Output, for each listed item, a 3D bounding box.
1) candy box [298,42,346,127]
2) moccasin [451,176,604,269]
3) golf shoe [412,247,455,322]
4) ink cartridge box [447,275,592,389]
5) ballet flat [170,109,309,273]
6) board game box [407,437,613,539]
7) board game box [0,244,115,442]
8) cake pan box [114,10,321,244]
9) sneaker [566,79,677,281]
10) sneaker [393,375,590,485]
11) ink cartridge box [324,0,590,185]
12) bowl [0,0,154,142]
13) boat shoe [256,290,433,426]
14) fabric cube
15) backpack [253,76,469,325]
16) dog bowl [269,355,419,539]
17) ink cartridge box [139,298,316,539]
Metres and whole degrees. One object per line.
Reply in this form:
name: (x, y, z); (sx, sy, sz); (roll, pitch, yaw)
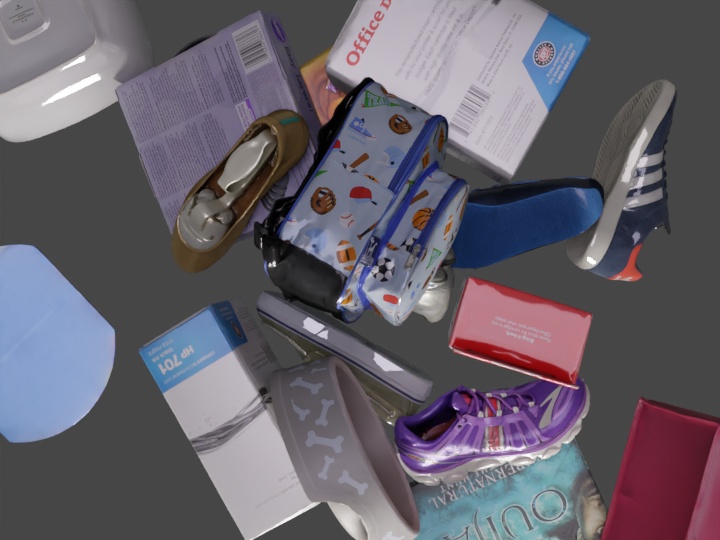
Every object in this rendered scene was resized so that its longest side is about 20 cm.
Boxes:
candy box: (0.038, -0.194, 0.984); (0.199, 0.056, 0.117); (-33, 87, 3)
moccasin: (0.144, -0.046, 0.964); (0.198, 0.068, 0.081); (-5, 110, 28)
golf shoe: (0.000, 0.000, 0.979); (0.198, 0.098, 0.078); (20, 50, 26)
ink cartridge box: (0.143, 0.052, 0.904); (0.115, 0.200, 0.068); (16, 92, 4)
ballet flat: (-0.128, -0.074, 0.920); (0.069, 0.063, 0.200); (44, 111, 9)
board game box: (0.143, 0.247, 0.992); (0.198, 0.028, 0.137); (-26, 88, 5)
board game box: (-0.350, 0.073, 1.026); (0.158, 0.039, 0.200); (-44, 92, -2)
cake pan box: (-0.132, -0.132, 0.973); (0.183, 0.052, 0.202); (-23, 90, 21)
sneaker: (0.276, -0.084, 0.964); (0.084, 0.075, 0.202); (25, 88, -15)
sneaker: (0.126, 0.144, 0.952); (0.198, 0.081, 0.084); (-22, 126, 4)
ink cartridge box: (0.087, -0.193, 0.909); (0.199, 0.086, 0.148); (30, 92, 4)
bowl: (-0.333, -0.252, 1.004); (0.198, 0.075, 0.202); (-24, 88, 6)
boat shoe: (-0.023, 0.089, 0.983); (0.199, 0.072, 0.063); (30, 94, 1)
fabric cube: (0.347, 0.242, 0.880); (0.197, 0.196, 0.203); (17, 89, -2)
backpack: (0.010, -0.054, 0.832); (0.152, 0.200, 0.193); (21, 82, 2)
dog bowl: (-0.009, 0.168, 0.886); (0.058, 0.200, 0.202); (-27, 88, 6)
ink cartridge box: (-0.111, 0.135, 0.944); (0.085, 0.146, 0.202); (-29, 89, 4)
